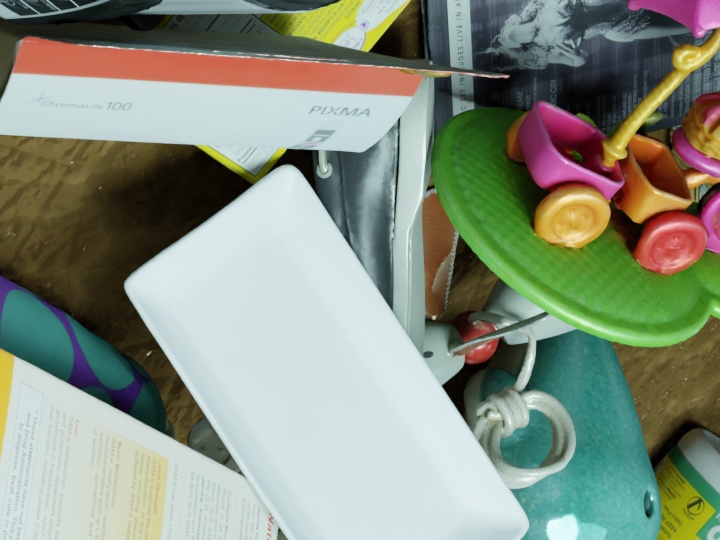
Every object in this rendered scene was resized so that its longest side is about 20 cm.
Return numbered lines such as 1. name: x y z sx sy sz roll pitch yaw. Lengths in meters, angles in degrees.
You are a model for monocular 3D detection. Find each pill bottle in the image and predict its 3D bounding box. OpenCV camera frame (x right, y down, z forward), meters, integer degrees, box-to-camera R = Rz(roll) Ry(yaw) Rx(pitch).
1. pill bottle: 0.190 0.210 1.391 0.200 0.113 0.113 -49 143 9

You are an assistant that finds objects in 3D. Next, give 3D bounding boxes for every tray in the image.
1. tray: -0.015 0.063 0.953 0.107 0.201 0.022 -37 -173 -31

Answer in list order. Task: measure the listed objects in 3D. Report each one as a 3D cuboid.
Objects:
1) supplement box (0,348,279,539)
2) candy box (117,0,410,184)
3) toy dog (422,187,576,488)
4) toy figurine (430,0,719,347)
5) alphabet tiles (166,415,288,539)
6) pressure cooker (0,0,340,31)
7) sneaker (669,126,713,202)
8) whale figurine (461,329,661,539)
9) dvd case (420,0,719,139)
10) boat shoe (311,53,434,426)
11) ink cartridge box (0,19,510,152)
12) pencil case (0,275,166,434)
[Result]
1. supplement box: -0.118 0.124 0.866 0.073 0.127 0.200 -8 153 30
2. candy box: -0.018 -0.137 0.927 0.200 0.026 0.102 -49 132 9
3. toy dog: 0.089 -0.001 1.087 0.200 0.131 0.097 -44 150 -31
4. toy figurine: 0.160 -0.077 0.955 0.199 0.151 0.185 15 127 -26
5. alphabet tiles: -0.094 0.143 0.994 0.195 0.200 0.015 -37 141 -7
6. pressure cooker: -0.082 -0.168 0.712 0.178 0.199 0.178 -1 96 -53
7. sneaker: 0.228 -0.116 1.139 0.087 0.076 0.201 -13 134 -33
8. whale figurine: 0.114 0.085 1.159 0.159 0.103 0.202 37 61 -52
9. dvd case: 0.125 -0.126 1.029 0.198 0.016 0.150 -14 131 -10
10. boat shoe: 0.000 0.000 1.006 0.060 0.074 0.202 4 107 6
11. ink cartridge box: -0.060 -0.064 0.805 0.161 0.200 0.058 1 103 -23
12. pencil case: -0.165 0.050 0.934 0.200 0.085 0.093 38 73 -52
